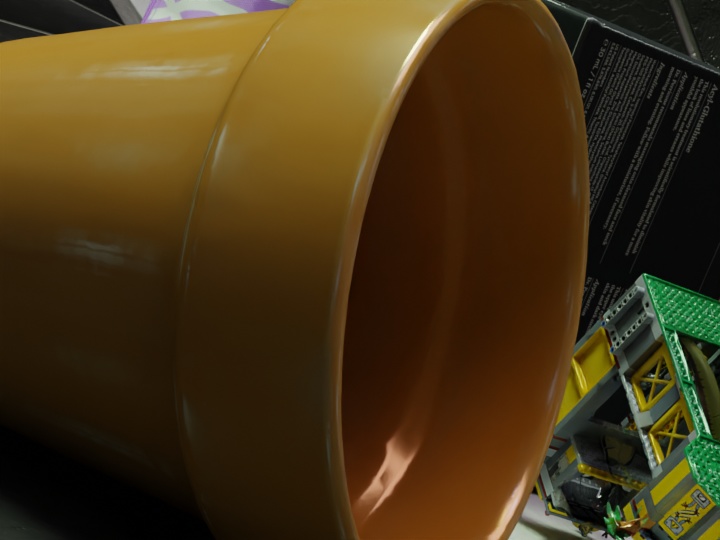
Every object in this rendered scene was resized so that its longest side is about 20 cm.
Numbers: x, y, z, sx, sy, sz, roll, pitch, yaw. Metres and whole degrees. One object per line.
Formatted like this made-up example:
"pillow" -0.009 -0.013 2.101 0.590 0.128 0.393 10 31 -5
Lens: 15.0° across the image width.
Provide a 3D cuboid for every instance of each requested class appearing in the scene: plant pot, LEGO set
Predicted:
"plant pot" -0.045 -0.003 0.893 0.182 0.201 0.200 9 1 24
"LEGO set" 0.149 0.100 1.119 0.199 0.116 0.154 13 42 -38

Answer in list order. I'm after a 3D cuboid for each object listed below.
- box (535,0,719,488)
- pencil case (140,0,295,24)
"box" 0.089 -0.009 1.205 0.141 0.201 0.079 18 9 -37
"pencil case" -0.085 -0.104 1.370 0.085 0.201 0.084 26 0 -17
